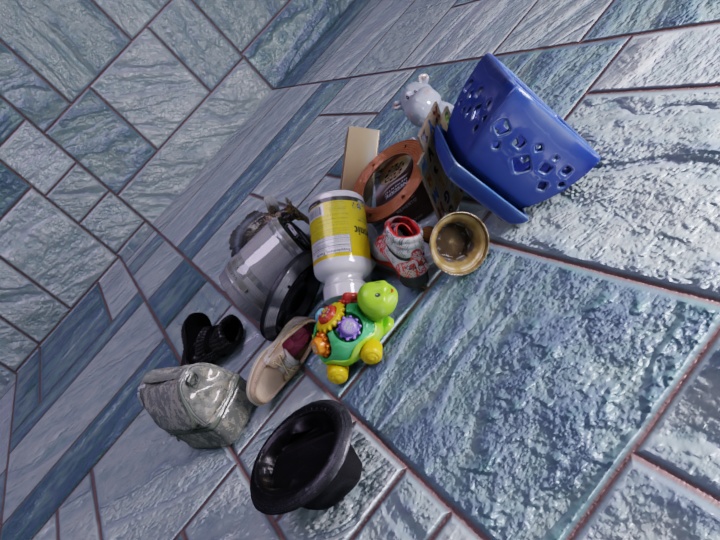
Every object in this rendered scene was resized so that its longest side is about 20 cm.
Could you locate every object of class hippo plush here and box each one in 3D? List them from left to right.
[{"bbox_3d":[0.171,-0.350,1.423,0.159,0.161,0.201,-37,28,17],"label":"hippo plush"}]

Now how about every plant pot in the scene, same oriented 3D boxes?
[{"bbox_3d":[0.237,-0.207,1.088,0.180,0.199,0.201,-48,25,23],"label":"plant pot"}]

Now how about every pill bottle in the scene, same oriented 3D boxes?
[{"bbox_3d":[-0.037,-0.039,1.242,0.111,0.111,0.202,-21,67,39],"label":"pill bottle"}]

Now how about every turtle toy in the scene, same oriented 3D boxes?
[{"bbox_3d":[-0.011,0.091,1.142,0.199,0.101,0.146,-34,29,23],"label":"turtle toy"}]

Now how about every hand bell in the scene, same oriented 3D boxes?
[{"bbox_3d":[0.143,-0.059,1.172,0.104,0.104,0.200,-46,14,-1],"label":"hand bell"}]

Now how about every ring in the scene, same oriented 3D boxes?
[{"bbox_3d":[0.058,-0.175,1.315,0.200,0.019,0.202,-29,41,29],"label":"ring"}]

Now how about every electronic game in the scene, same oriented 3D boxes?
[{"bbox_3d":[-0.138,0.051,1.327,0.041,0.201,0.201,27,63,16],"label":"electronic game"}]

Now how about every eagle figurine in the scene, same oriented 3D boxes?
[{"bbox_3d":[-0.222,-0.082,1.615,0.200,0.152,0.151,-47,8,1],"label":"eagle figurine"}]

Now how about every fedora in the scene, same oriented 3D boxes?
[{"bbox_3d":[-0.067,0.286,0.963,0.200,0.092,0.201,-34,29,22],"label":"fedora"}]

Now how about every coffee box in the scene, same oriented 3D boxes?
[{"bbox_3d":[0.095,-0.181,1.388,0.113,0.080,0.201,-35,29,21],"label":"coffee box"}]

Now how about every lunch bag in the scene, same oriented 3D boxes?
[{"bbox_3d":[-0.329,0.254,1.303,0.199,0.168,0.140,-15,39,46],"label":"lunch bag"}]

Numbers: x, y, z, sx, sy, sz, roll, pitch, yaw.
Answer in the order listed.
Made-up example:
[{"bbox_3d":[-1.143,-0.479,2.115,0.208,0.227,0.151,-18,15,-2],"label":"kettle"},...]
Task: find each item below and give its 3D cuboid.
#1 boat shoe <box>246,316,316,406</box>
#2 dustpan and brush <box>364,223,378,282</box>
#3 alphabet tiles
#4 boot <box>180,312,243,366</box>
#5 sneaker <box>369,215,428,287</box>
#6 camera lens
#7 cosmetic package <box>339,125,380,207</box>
[{"bbox_3d":[-0.145,0.167,1.261,0.069,0.074,0.201,-14,40,55],"label":"boat shoe"},{"bbox_3d":[0.000,0.000,1.320,0.140,0.057,0.200,-51,18,17],"label":"dustpan and brush"},{"bbox_3d":[0.151,-0.194,1.199,0.006,0.201,0.167,2,48,31],"label":"alphabet tiles"},{"bbox_3d":[-0.352,0.145,1.580,0.158,0.079,0.212,-43,37,22],"label":"boot"},{"bbox_3d":[0.065,-0.056,1.211,0.067,0.109,0.201,-17,28,-15],"label":"sneaker"},{"bbox_3d":[-0.196,-0.005,1.477,0.200,0.160,0.160,-43,27,6],"label":"camera lens"},{"bbox_3d":[-0.008,-0.201,1.445,0.105,0.070,0.202,125,152,-79],"label":"cosmetic package"}]
